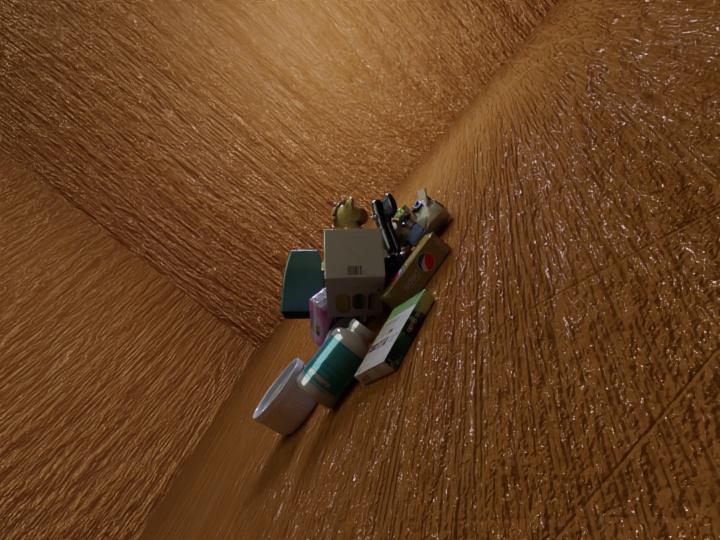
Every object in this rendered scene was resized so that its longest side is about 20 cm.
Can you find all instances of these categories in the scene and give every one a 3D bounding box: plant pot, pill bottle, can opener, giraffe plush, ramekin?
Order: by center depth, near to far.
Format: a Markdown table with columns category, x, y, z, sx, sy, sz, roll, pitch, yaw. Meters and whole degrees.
| category | x | y | z | sx | sy | sz | roll | pitch | yaw |
| --- | --- | --- | --- | --- | --- | --- | --- | --- | --- |
| pill bottle | -0.050 | 0.212 | 1.347 | 0.200 | 0.111 | 0.111 | -52 | 7 | -5 |
| ramekin | -0.190 | 0.348 | 1.564 | 0.200 | 0.105 | 0.200 | -51 | 7 | 8 |
| can opener | 0.071 | -0.126 | 1.628 | 0.079 | 0.063 | 0.201 | 121 | 148 | -49 |
| giraffe plush | -0.029 | -0.119 | 1.663 | 0.172 | 0.163 | 0.200 | -14 | -12 | 29 |
| plant pot | -0.174 | 0.042 | 1.828 | 0.141 | 0.140 | 0.201 | 91 | 177 | -77 |

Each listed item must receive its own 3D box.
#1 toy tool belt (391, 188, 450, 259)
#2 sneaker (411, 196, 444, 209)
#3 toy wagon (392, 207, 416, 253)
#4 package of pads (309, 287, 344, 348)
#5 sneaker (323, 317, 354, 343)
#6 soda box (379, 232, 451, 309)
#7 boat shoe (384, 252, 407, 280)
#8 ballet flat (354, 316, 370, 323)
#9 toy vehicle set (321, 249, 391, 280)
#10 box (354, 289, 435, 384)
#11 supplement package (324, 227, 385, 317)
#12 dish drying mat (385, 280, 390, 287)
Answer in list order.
| category | x | y | z | sx | sy | sz | roll | pitch | yaw |
| --- | --- | --- | --- | --- | --- | --- | --- | --- | --- |
| toy tool belt | 0.153 | -0.130 | 1.675 | 0.200 | 0.123 | 0.125 | -48 | -27 | 15 |
| sneaker | 0.206 | -0.198 | 1.905 | 0.076 | 0.079 | 0.200 | -54 | 6 | -20 |
| toy wagon | 0.142 | -0.127 | 1.770 | 0.200 | 0.040 | 0.155 | -50 | -36 | -6 |
| package of pads | -0.087 | 0.130 | 1.694 | 0.120 | 0.076 | 0.201 | -31 | -33 | -26 |
| sneaker | -0.085 | 0.223 | 1.677 | 0.201 | 0.073 | 0.114 | -54 | 5 | -19 |
| soda box | 0.134 | 0.005 | 1.413 | 0.200 | 0.064 | 0.068 | -52 | 7 | -10 |
| boat shoe | 0.101 | -0.005 | 1.544 | 0.075 | 0.093 | 0.200 | -52 | 8 | -11 |
| ballet flat | 0.002 | 0.112 | 1.712 | 0.064 | 0.076 | 0.200 | -18 | 6 | -14 |
| toy vehicle set | 0.000 | 0.000 | 1.674 | 0.199 | 0.124 | 0.027 | -12 | 58 | 14 |
| box | 0.073 | 0.143 | 1.236 | 0.200 | 0.036 | 0.144 | -58 | 9 | -32 |
| supplement package | -0.016 | 0.009 | 1.517 | 0.200 | 0.151 | 0.151 | 91 | 177 | -58 |
| dish drying mat | 0.091 | 0.020 | 1.781 | 0.200 | 0.018 | 0.077 | -49 | 7 | 19 |
